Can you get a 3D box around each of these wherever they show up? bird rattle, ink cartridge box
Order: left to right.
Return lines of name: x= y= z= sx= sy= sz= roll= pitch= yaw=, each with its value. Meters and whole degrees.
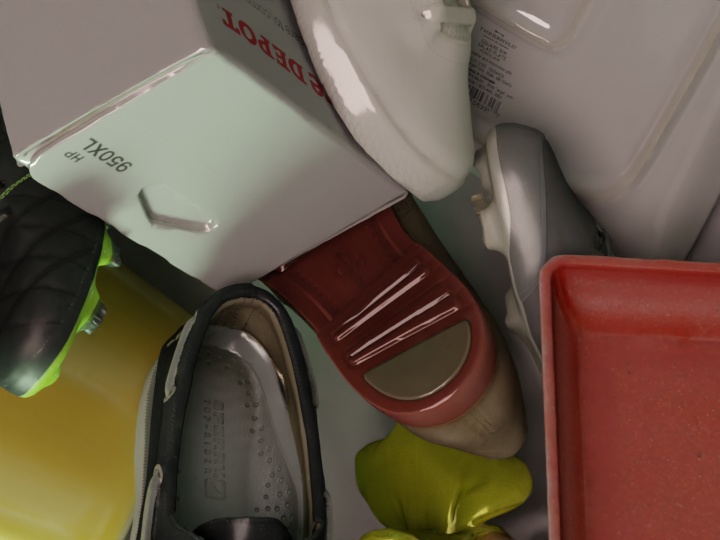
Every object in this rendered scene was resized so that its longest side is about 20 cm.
ink cartridge box: x=-0.073 y=-0.112 z=0.851 sx=0.084 sy=0.145 sz=0.200 roll=-28 pitch=61 yaw=19
bird rattle: x=0.073 y=0.140 z=0.895 sx=0.200 sy=0.163 sz=0.113 roll=26 pitch=61 yaw=14

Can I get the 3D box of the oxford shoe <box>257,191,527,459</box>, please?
oxford shoe: x=0.000 y=0.000 z=0.903 sx=0.070 sy=0.075 sz=0.200 roll=-35 pitch=49 yaw=6

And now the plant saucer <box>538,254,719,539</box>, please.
plant saucer: x=0.159 y=0.095 z=0.807 sx=0.199 sy=0.037 sz=0.201 roll=3 pitch=61 yaw=-5

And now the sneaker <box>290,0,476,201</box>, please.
sneaker: x=0.019 y=-0.128 z=0.834 sx=0.088 sy=0.075 sz=0.201 roll=-18 pitch=82 yaw=18

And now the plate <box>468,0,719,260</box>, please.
plate: x=0.070 y=-0.117 z=0.883 sx=0.199 sy=0.032 sz=0.200 roll=32 pitch=119 yaw=11

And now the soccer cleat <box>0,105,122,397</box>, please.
soccer cleat: x=-0.132 y=-0.038 z=0.844 sx=0.081 sy=0.200 sz=0.068 roll=23 pitch=128 yaw=-27

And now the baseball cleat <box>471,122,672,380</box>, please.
baseball cleat: x=0.110 y=0.026 z=0.888 sx=0.106 sy=0.070 sz=0.200 roll=-14 pitch=116 yaw=12

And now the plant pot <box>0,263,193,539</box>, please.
plant pot: x=-0.168 y=0.044 z=0.930 sx=0.188 sy=0.201 sz=0.201 roll=26 pitch=106 yaw=-3

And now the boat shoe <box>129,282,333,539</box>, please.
boat shoe: x=-0.047 y=0.098 z=0.819 sx=0.060 sy=0.075 sz=0.201 roll=122 pitch=145 yaw=-51
